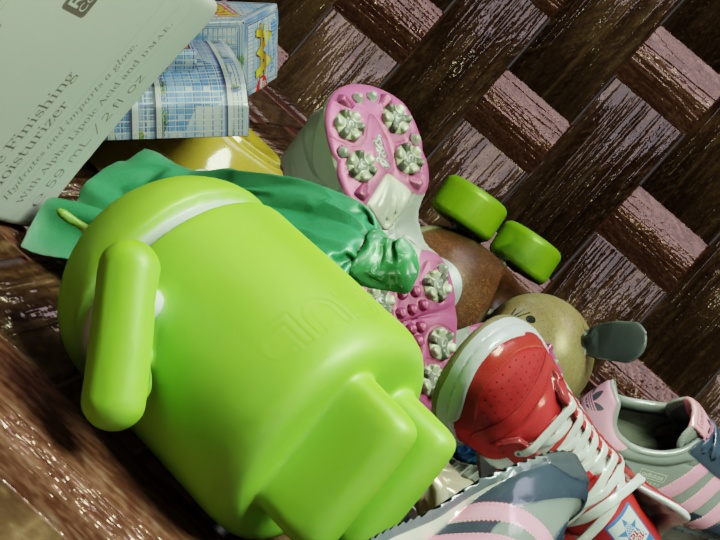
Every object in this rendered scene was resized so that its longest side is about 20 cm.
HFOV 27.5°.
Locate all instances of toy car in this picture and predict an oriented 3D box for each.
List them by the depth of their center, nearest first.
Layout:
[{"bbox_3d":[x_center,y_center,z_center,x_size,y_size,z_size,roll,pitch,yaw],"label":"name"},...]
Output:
[{"bbox_3d":[0.113,0.052,1.098,0.158,0.164,0.200,34,0,-43],"label":"toy car"}]

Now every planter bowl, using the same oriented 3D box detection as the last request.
[{"bbox_3d":[-0.120,-0.080,1.127,0.200,0.083,0.200,40,8,-7],"label":"planter bowl"}]

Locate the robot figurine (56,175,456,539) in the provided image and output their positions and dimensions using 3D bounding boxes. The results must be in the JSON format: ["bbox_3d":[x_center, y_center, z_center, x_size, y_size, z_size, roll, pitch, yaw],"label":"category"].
[{"bbox_3d":[-0.053,0.036,0.651,0.200,0.116,0.175,42,9,27],"label":"robot figurine"}]

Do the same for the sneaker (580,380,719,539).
[{"bbox_3d":[0.227,0.128,0.993,0.200,0.082,0.070,13,39,-18],"label":"sneaker"}]

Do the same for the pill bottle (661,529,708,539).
[{"bbox_3d":[0.205,0.194,1.088,0.111,0.111,0.200,35,10,-39],"label":"pill bottle"}]

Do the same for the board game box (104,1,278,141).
[{"bbox_3d":[-0.146,-0.151,1.056,0.199,0.062,0.200,-4,24,-15],"label":"board game box"}]

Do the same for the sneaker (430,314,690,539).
[{"bbox_3d":[0.105,0.101,0.747,0.112,0.071,0.200,42,-9,31],"label":"sneaker"}]

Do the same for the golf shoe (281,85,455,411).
[{"bbox_3d":[0.000,0.000,0.840,0.075,0.091,0.200,2,75,-35],"label":"golf shoe"}]

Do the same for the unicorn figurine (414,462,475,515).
[{"bbox_3d":[0.056,0.145,0.736,0.200,0.074,0.137,31,-15,38],"label":"unicorn figurine"}]

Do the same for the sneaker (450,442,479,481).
[{"bbox_3d":[0.108,0.154,0.941,0.087,0.075,0.200,56,-3,-8],"label":"sneaker"}]

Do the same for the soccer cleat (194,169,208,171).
[{"bbox_3d":[-0.075,0.004,0.838,0.069,0.078,0.200,1,22,-24],"label":"soccer cleat"}]

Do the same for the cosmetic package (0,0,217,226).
[{"bbox_3d":[-0.209,-0.143,0.721,0.165,0.165,0.200,44,9,15],"label":"cosmetic package"}]

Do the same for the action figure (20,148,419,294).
[{"bbox_3d":[-0.061,-0.016,0.773,0.200,0.118,0.055,10,-52,25],"label":"action figure"}]

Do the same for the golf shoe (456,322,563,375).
[{"bbox_3d":[0.029,0.069,0.918,0.200,0.092,0.075,15,51,-25],"label":"golf shoe"}]

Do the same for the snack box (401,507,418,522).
[{"bbox_3d":[0.019,0.129,0.848,0.200,0.024,0.072,42,7,4],"label":"snack box"}]

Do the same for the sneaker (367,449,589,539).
[{"bbox_3d":[0.047,0.139,0.619,0.200,0.070,0.082,-20,67,-47],"label":"sneaker"}]
